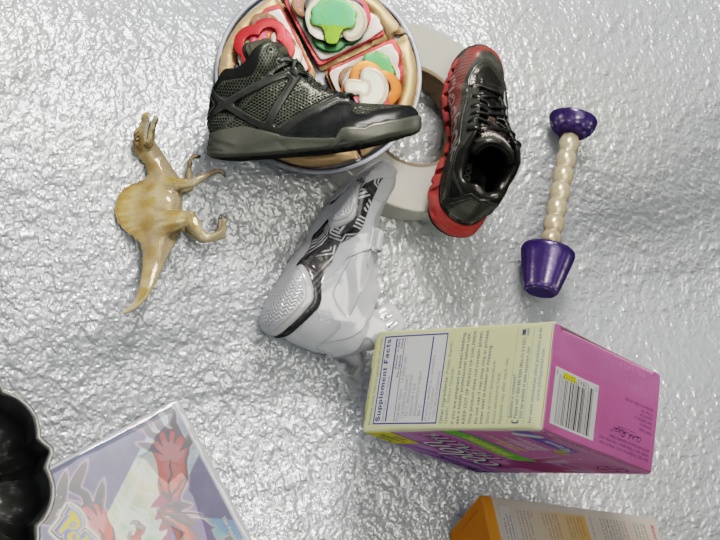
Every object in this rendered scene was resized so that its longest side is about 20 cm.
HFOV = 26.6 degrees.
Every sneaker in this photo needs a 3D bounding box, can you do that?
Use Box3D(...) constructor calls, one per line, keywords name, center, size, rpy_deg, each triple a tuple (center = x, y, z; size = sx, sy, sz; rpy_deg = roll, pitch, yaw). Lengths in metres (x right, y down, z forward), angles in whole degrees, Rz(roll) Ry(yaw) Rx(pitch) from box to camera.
Box3D(name="sneaker", center=(0.119, -0.135, 1.480), size=(0.071, 0.098, 0.201), rpy_deg=(16, 70, -20))
Box3D(name="sneaker", center=(0.000, 0.000, 1.439), size=(0.115, 0.075, 0.200), rpy_deg=(36, 79, -16))
Box3D(name="sneaker", center=(-0.045, -0.161, 1.395), size=(0.199, 0.076, 0.114), rpy_deg=(-1, 91, 12))

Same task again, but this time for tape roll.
Box3D(name="tape roll", center=(0.046, -0.151, 1.526), size=(0.203, 0.037, 0.203), rpy_deg=(6, 76, -24))

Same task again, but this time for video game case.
Box3D(name="video game case", center=(-0.191, 0.241, 1.328), size=(0.182, 0.023, 0.200), rpy_deg=(-28, 90, -28))

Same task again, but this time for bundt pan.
Box3D(name="bundt pan", center=(-0.348, 0.176, 1.230), size=(0.202, 0.076, 0.202), rpy_deg=(4, 74, -13))

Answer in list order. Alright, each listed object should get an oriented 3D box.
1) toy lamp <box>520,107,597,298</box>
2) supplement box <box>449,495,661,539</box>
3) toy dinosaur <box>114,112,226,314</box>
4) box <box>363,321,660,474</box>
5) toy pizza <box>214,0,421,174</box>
Box3D(name="toy lamp", center=(0.202, -0.069, 1.567), size=(0.058, 0.058, 0.200), rpy_deg=(19, 68, -20))
Box3D(name="supplement box", center=(0.195, 0.293, 1.439), size=(0.200, 0.074, 0.126), rpy_deg=(11, 44, -22))
Box3D(name="toy dinosaur", center=(-0.175, -0.044, 1.397), size=(0.101, 0.058, 0.200), rpy_deg=(2, 68, -9))
Box3D(name="box", center=(0.137, 0.120, 1.379), size=(0.176, 0.200, 0.097), rpy_deg=(25, 68, -45))
Box3D(name="toy pizza", center=(-0.040, -0.191, 1.460), size=(0.200, 0.032, 0.200), rpy_deg=(1, 78, -3))
